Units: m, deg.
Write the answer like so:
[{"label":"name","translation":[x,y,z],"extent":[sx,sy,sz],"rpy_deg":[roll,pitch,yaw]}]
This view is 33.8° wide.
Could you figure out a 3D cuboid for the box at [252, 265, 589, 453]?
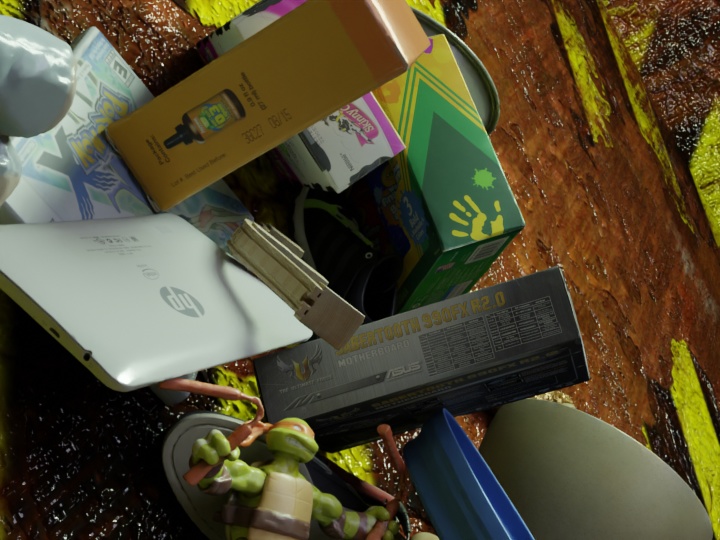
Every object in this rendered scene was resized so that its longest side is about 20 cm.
[{"label":"box","translation":[0.047,0.066,0.782],"extent":[0.158,0.200,0.048],"rpy_deg":[47,26,-70]}]

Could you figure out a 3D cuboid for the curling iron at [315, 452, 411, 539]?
[{"label":"curling iron","translation":[-0.026,0.147,0.813],"extent":[0.200,0.026,0.050],"rpy_deg":[43,35,-37]}]

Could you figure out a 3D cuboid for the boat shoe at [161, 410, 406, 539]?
[{"label":"boat shoe","translation":[-0.052,0.143,0.744],"extent":[0.200,0.073,0.063],"rpy_deg":[38,-1,-31]}]

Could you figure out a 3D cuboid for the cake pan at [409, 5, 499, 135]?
[{"label":"cake pan","translation":[0.023,-0.160,1.034],"extent":[0.200,0.200,0.037],"rpy_deg":[46,62,-34]}]

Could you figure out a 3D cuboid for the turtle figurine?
[{"label":"turtle figurine","translation":[-0.058,0.146,0.660],"extent":[0.200,0.064,0.162],"rpy_deg":[32,62,-43]}]

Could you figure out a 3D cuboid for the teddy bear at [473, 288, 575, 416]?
[{"label":"teddy bear","translation":[0.151,0.108,1.144],"extent":[0.200,0.067,0.145],"rpy_deg":[61,28,-5]}]

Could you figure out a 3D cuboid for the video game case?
[{"label":"video game case","translation":[-0.148,-0.041,0.761],"extent":[0.182,0.022,0.200],"rpy_deg":[51,27,-25]}]

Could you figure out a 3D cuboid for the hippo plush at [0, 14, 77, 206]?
[{"label":"hippo plush","translation":[-0.251,-0.112,0.541],"extent":[0.161,0.159,0.200],"rpy_deg":[43,-5,33]}]

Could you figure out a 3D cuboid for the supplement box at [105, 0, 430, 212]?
[{"label":"supplement box","translation":[-0.059,-0.113,0.738],"extent":[0.067,0.200,0.069],"rpy_deg":[58,24,-12]}]

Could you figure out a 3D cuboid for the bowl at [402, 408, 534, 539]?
[{"label":"bowl","translation":[0.090,0.184,0.761],"extent":[0.201,0.039,0.201],"rpy_deg":[58,3,-5]}]

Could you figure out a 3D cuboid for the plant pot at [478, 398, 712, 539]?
[{"label":"plant pot","translation":[0.160,0.220,0.951],"extent":[0.135,0.200,0.200],"rpy_deg":[-51,118,-24]}]

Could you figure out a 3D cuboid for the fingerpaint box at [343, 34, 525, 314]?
[{"label":"fingerpaint box","translation":[0.041,-0.064,0.956],"extent":[0.200,0.073,0.167],"rpy_deg":[121,-49,-68]}]

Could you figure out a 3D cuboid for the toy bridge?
[{"label":"toy bridge","translation":[-0.053,-0.004,0.756],"extent":[0.067,0.027,0.200],"rpy_deg":[38,2,-20]}]

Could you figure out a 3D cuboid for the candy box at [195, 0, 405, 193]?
[{"label":"candy box","translation":[-0.050,-0.132,0.874],"extent":[0.136,0.061,0.200],"rpy_deg":[58,-8,-14]}]

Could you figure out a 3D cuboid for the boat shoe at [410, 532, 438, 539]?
[{"label":"boat shoe","translation":[0.099,0.276,0.878],"extent":[0.200,0.071,0.065],"rpy_deg":[53,28,-19]}]

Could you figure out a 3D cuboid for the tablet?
[{"label":"tablet","translation":[-0.117,0.009,0.665],"extent":[0.130,0.014,0.200],"rpy_deg":[39,20,18]}]

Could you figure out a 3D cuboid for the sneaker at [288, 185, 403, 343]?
[{"label":"sneaker","translation":[0.000,0.000,0.935],"extent":[0.072,0.083,0.200],"rpy_deg":[33,38,-48]}]
